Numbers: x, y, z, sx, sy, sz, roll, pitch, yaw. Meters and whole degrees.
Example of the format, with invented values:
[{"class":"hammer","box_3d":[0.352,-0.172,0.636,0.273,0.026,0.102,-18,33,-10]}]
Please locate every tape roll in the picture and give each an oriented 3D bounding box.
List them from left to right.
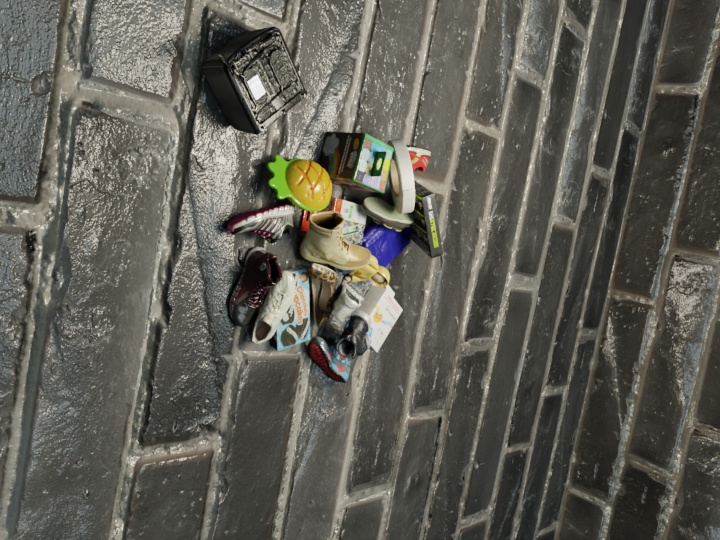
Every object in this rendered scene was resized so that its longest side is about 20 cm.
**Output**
[{"class":"tape roll","box_3d":[0.109,-0.259,1.713,0.036,0.203,0.207,-10,112,-7]}]

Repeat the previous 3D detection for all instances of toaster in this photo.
[{"class":"toaster","box_3d":[-0.240,-0.436,1.405,0.181,0.117,0.202,-47,130,-27]}]

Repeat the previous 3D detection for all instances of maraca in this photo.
[{"class":"maraca","box_3d":[-0.151,-0.219,1.561,0.197,0.106,0.140,10,64,-42]}]

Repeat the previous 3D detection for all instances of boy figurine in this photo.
[{"class":"boy figurine","box_3d":[0.000,0.000,1.779,0.197,0.124,0.065,21,42,-35]}]

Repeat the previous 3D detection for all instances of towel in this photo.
[{"class":"towel","box_3d":[0.075,-0.086,1.870,0.200,0.049,0.150,-43,127,-29]}]

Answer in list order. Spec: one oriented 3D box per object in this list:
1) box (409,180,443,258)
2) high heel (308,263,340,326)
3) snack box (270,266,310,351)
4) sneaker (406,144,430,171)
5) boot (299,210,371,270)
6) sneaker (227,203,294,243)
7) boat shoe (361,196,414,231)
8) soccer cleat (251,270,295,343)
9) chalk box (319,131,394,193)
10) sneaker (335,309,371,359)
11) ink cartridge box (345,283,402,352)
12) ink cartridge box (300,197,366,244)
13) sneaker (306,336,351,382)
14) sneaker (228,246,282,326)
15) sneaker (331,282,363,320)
[{"class":"box","box_3d":[0.177,-0.161,1.851,0.047,0.200,0.197,-17,116,-12]},{"class":"high heel","box_3d":[-0.113,0.067,1.676,0.145,0.070,0.200,-69,158,-12]},{"class":"snack box","box_3d":[-0.189,0.100,1.659,0.115,0.037,0.205,-15,111,-43]},{"class":"sneaker","box_3d":[0.141,-0.330,1.856,0.197,0.076,0.087,-1,107,-45]},{"class":"boot","box_3d":[-0.052,-0.079,1.623,0.195,0.156,0.074,11,53,-9]},{"class":"sneaker","box_3d":[-0.236,-0.105,1.530,0.198,0.073,0.090,-23,110,-45]},{"class":"boat shoe","box_3d":[0.071,-0.154,1.776,0.199,0.073,0.060,12,137,-43]},{"class":"soccer cleat","box_3d":[-0.218,0.097,1.563,0.203,0.068,0.078,-66,175,19]},{"class":"chalk box","box_3d":[0.002,-0.283,1.634,0.123,0.198,0.128,15,91,-46]},{"class":"sneaker","box_3d":[-0.023,0.205,1.747,0.115,0.074,0.202,-56,162,-34]},{"class":"ink cartridge box","box_3d":[0.054,0.128,1.892,0.202,0.067,0.115,-57,134,-18]},{"class":"ink cartridge box","box_3d":[-0.069,-0.141,1.707,0.198,0.050,0.112,10,93,-47]},{"class":"sneaker","box_3d":[-0.087,0.236,1.789,0.201,0.078,0.097,59,46,-44]},{"class":"sneaker","box_3d":[-0.252,0.047,1.524,0.075,0.114,0.205,15,90,-46]},{"class":"sneaker","box_3d":[-0.041,0.088,1.741,0.081,0.075,0.200,-50,179,9]}]
